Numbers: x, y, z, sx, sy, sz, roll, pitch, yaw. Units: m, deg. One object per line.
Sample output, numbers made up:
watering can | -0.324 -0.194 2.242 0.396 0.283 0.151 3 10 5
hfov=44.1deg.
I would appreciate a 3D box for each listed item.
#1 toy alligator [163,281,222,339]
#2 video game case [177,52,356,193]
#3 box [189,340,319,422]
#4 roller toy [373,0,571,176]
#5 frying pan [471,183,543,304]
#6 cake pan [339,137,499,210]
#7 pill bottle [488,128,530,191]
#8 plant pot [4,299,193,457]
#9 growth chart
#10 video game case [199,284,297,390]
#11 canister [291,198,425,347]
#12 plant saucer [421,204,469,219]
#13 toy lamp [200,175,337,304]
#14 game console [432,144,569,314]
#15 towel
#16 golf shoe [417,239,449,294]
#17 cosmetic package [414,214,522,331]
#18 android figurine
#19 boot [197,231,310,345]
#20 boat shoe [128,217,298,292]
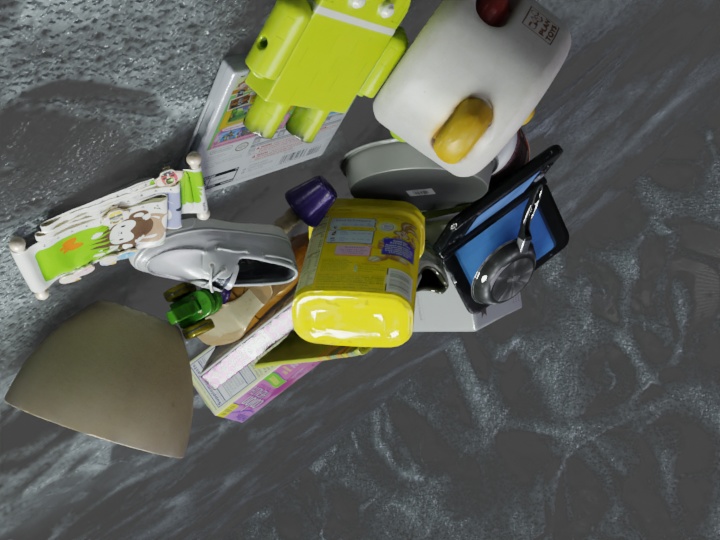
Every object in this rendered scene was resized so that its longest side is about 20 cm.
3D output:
toy alligator | -0.184 0.041 1.035 0.054 0.059 0.200 -26 180 -2
video game case | -0.080 -0.155 0.877 0.200 0.022 0.182 -25 161 -40
box | -0.163 0.148 1.462 0.200 0.097 0.176 -36 166 -3
roller toy | 0.114 -0.192 0.881 0.183 0.140 0.200 -55 -176 4
frying pan | 0.226 -0.024 1.240 0.115 0.031 0.190 18 113 -50
cake pan | 0.073 -0.116 1.114 0.200 0.037 0.200 0 167 0
pill bottle | 0.164 -0.175 1.218 0.114 0.114 0.200 -41 166 12
plant pot | -0.267 0.110 0.977 0.200 0.200 0.135 60 48 -76
growth chart | -0.232 -0.038 0.842 0.200 0.018 0.145 -27 162 -9
video game case | -0.124 0.065 1.253 0.200 0.036 0.181 -38 -168 19
canister | 0.000 0.000 1.073 0.200 0.148 0.087 -79 171 -55
plant saucer | 0.084 -0.093 1.303 0.200 0.031 0.200 -11 178 0
toy lamp | -0.112 -0.039 1.088 0.200 0.058 0.058 -42 165 12
game console | 0.214 -0.053 1.237 0.200 0.116 0.176 -36 171 -14
towel | -0.045 0.089 1.114 0.200 0.018 0.086 -13 -163 44
golf shoe | 0.042 -0.008 1.231 0.200 0.097 0.078 2 125 -36
cosmetic package | 0.125 0.001 1.406 0.200 0.165 0.165 -3 -171 36
android figurine | -0.023 -0.201 0.778 0.200 0.041 0.182 -54 156 22
boot | -0.134 0.023 1.215 0.201 0.071 0.144 -33 -174 41
boat shoe | -0.156 -0.008 0.984 0.200 0.069 0.072 3 137 -45
